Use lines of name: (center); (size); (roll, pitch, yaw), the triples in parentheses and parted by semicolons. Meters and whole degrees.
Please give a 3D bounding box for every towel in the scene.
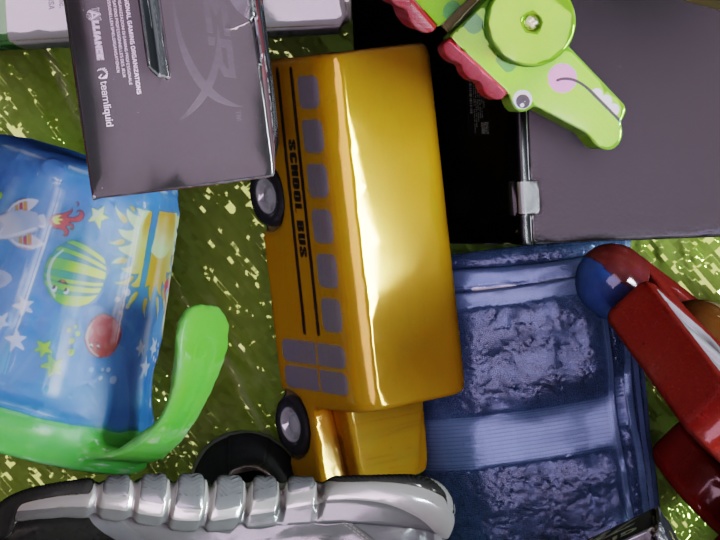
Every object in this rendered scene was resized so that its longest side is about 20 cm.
towel: (0.083, 0.088, 1.155); (0.111, 0.049, 0.201); (-6, 93, 1)

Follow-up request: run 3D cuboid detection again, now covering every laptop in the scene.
laptop: (0.098, -0.108, 1.117); (0.116, 0.200, 0.188); (-4, 93, -35)

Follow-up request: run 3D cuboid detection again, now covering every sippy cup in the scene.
sippy cup: (-0.144, 0.011, 1.103); (0.177, 0.140, 0.131); (17, 94, 0)

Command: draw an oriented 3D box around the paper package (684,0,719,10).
paper package: (0.082, -0.197, 0.938); (0.190, 0.200, 0.104); (38, 89, -21)

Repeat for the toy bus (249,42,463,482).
toy bus: (0.000, 0.000, 1.112); (0.065, 0.078, 0.201); (-10, 96, -33)

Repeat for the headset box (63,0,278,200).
headset box: (-0.078, -0.111, 0.986); (0.075, 0.200, 0.149); (-8, 97, -1)

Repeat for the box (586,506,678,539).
box: (0.075, 0.226, 0.976); (0.199, 0.050, 0.199); (-26, 93, 8)

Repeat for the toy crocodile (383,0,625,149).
toy crocodile: (0.035, -0.121, 1.022); (0.062, 0.068, 0.200); (-45, 99, 0)

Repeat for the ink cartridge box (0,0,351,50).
ink cartridge box: (-0.106, -0.177, 1.123); (0.199, 0.083, 0.147); (-2, 93, 0)

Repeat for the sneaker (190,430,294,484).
sneaker: (-0.065, 0.179, 1.129); (0.074, 0.106, 0.201); (2, 93, 0)

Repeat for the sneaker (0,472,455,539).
sneaker: (-0.059, 0.146, 1.033); (0.199, 0.075, 0.116); (-1, 81, 2)

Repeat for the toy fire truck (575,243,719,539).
toy fire truck: (0.169, 0.057, 1.063); (0.112, 0.200, 0.168); (-43, 119, 10)
